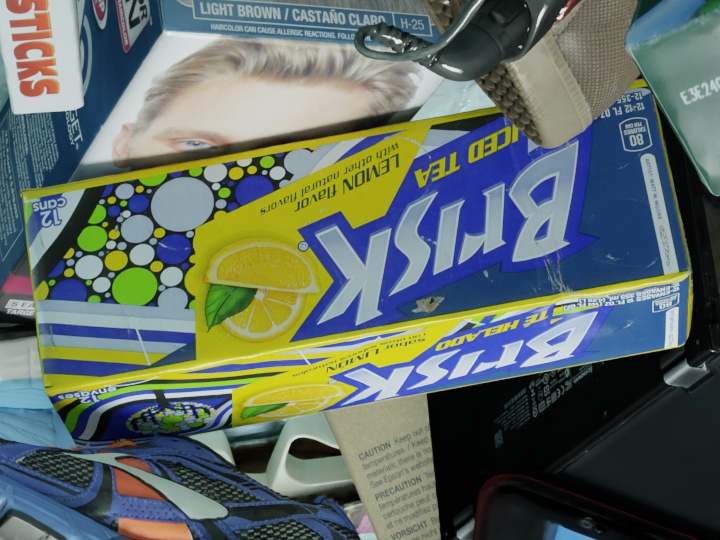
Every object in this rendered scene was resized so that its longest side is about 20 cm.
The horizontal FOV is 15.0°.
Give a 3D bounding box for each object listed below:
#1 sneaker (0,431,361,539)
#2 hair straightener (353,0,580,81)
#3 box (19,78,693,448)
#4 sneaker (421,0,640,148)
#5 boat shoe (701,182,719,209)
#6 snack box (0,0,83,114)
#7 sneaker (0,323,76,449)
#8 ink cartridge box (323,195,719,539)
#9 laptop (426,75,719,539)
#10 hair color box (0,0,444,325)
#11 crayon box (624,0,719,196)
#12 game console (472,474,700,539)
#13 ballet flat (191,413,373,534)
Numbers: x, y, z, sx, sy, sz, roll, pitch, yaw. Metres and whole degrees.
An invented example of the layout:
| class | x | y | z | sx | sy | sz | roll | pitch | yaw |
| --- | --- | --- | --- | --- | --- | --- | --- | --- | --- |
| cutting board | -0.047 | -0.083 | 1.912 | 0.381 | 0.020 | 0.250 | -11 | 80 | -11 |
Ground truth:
| class | x | y | z | sx | sy | sz | roll | pitch | yaw |
| --- | --- | --- | --- | --- | --- | --- | --- | --- | --- |
| sneaker | -0.080 | 0.084 | 0.836 | 0.199 | 0.079 | 0.075 | 23 | 124 | -23 |
| hair straightener | 0.074 | -0.119 | 0.681 | 0.200 | 0.041 | 0.077 | -40 | 162 | -15 |
| box | 0.000 | 0.000 | 0.851 | 0.198 | 0.071 | 0.064 | -11 | 158 | 2 |
| sneaker | 0.041 | -0.115 | 0.742 | 0.075 | 0.070 | 0.200 | -41 | 147 | -7 |
| boat shoe | 0.200 | -0.058 | 0.944 | 0.062 | 0.073 | 0.200 | 7 | 156 | -39 |
| snack box | -0.090 | -0.118 | 0.702 | 0.024 | 0.072 | 0.200 | -5 | 156 | -5 |
| sneaker | -0.121 | 0.060 | 1.014 | 0.078 | 0.091 | 0.200 | 7 | -176 | 24 |
| ink cartridge box | 0.100 | 0.077 | 1.082 | 0.199 | 0.166 | 0.075 | -25 | 173 | 34 |
| laptop | 0.117 | 0.046 | 0.977 | 0.115 | 0.201 | 0.187 | 7 | 152 | -26 |
| hair color box | -0.054 | -0.048 | 0.886 | 0.099 | 0.061 | 0.200 | 1 | 153 | -24 |
| crayon box | 0.148 | -0.111 | 0.729 | 0.125 | 0.200 | 0.052 | -22 | 114 | 27 |
| game console | 0.111 | 0.192 | 0.967 | 0.199 | 0.173 | 0.119 | 19 | 169 | 16 |
| ballet flat | -0.037 | 0.093 | 1.217 | 0.198 | 0.069 | 0.071 | -12 | 138 | -3 |
